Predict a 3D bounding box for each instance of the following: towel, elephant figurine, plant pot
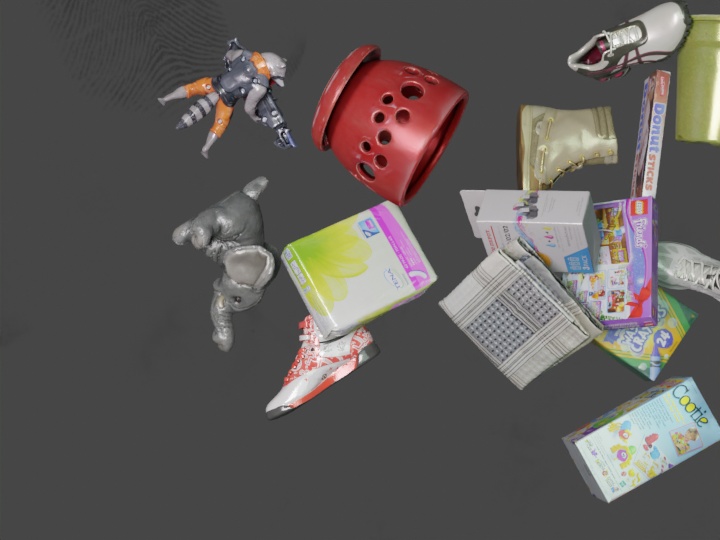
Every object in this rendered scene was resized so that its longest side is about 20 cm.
[{"bbox_3d":[0.234,0.068,1.710,0.193,0.200,0.035,47,42,3],"label":"towel"},{"bbox_3d":[-0.180,-0.007,1.736,0.141,0.155,0.200,-39,100,-47],"label":"elephant figurine"},{"bbox_3d":[0.558,-0.280,1.748,0.200,0.200,0.184,8,97,-1],"label":"plant pot"},{"bbox_3d":[0.037,-0.220,1.715,0.182,0.200,0.201,29,85,8],"label":"plant pot"}]

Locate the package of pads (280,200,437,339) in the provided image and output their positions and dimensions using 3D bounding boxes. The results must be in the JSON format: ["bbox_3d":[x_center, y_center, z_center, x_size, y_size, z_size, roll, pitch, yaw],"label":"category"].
[{"bbox_3d":[0.000,0.000,1.725,0.200,0.068,0.155,-25,81,-24],"label":"package of pads"}]

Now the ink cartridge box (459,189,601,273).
[{"bbox_3d":[0.245,-0.058,1.703,0.200,0.115,0.068,3,52,25],"label":"ink cartridge box"}]

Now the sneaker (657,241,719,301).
[{"bbox_3d":[0.525,-0.001,1.746,0.200,0.115,0.076,18,85,0],"label":"sneaker"}]

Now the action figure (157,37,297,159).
[{"bbox_3d":[-0.184,-0.255,1.758,0.193,0.105,0.200,-38,85,5],"label":"action figure"}]

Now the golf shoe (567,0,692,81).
[{"bbox_3d":[0.406,-0.341,1.735,0.088,0.200,0.077,-6,74,-41],"label":"golf shoe"}]

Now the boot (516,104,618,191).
[{"bbox_3d":[0.320,-0.159,1.775,0.155,0.073,0.200,0,77,1],"label":"boot"}]

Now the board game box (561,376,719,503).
[{"bbox_3d":[0.421,0.251,1.727,0.200,0.103,0.105,-28,86,-3],"label":"board game box"}]

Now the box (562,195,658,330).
[{"bbox_3d":[0.374,-0.009,1.721,0.137,0.039,0.200,-6,63,28],"label":"box"}]

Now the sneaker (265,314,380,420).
[{"bbox_3d":[-0.079,0.134,1.743,0.201,0.067,0.108,-33,86,-8],"label":"sneaker"}]

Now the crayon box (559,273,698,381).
[{"bbox_3d":[0.398,0.063,1.769,0.200,0.052,0.126,35,85,2],"label":"crayon box"}]

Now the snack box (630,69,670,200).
[{"bbox_3d":[0.449,-0.204,1.783,0.024,0.072,0.200,8,85,0],"label":"snack box"}]
